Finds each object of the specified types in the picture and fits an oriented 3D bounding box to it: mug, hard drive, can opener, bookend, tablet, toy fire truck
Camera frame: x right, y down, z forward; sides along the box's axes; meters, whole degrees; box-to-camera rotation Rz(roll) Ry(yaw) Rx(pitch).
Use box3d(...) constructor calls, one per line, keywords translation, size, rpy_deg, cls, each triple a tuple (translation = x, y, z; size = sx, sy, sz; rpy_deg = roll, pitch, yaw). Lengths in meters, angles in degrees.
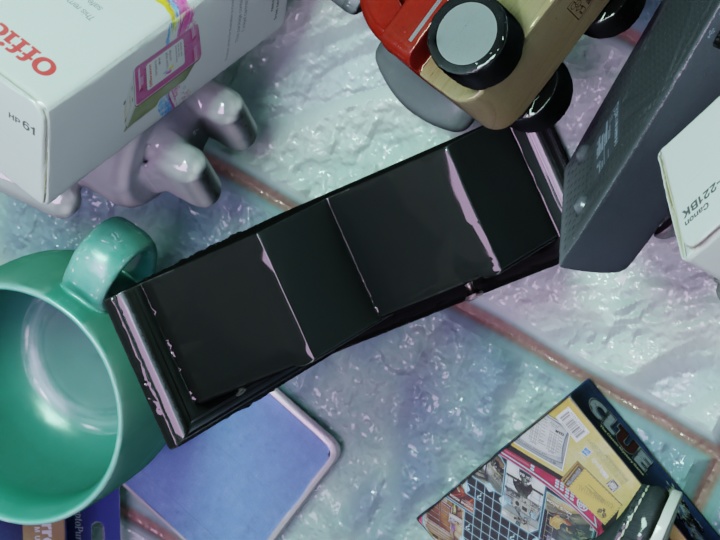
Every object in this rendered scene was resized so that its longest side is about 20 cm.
box3d(translation=(-0.170, 0.059, 1.672), size=(0.185, 0.114, 0.152), rpy_deg=(-22, 95, 28), cls="mug")
box3d(translation=(0.167, -0.100, 1.466), size=(0.042, 0.135, 0.200), rpy_deg=(26, 116, -8), cls="hard drive")
box3d(translation=(-0.009, -0.154, 1.576), size=(0.200, 0.053, 0.067), rpy_deg=(38, 118, 12), cls="can opener")
box3d(translation=(0.000, 0.000, 1.536), size=(0.200, 0.199, 0.092), rpy_deg=(-23, 93, 29), cls="bookend")
box3d(translation=(-0.116, 0.088, 1.728), size=(0.200, 0.014, 0.130), rpy_deg=(41, 119, 8), cls="tablet")
box3d(translation=(0.051, -0.200, 1.488), size=(0.200, 0.129, 0.176), rpy_deg=(39, 94, 31), cls="toy fire truck")

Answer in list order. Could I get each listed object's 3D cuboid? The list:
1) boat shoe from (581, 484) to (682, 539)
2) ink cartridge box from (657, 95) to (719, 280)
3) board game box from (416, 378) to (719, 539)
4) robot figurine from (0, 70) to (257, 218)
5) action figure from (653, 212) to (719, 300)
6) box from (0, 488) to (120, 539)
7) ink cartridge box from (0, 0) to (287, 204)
box3d(translation=(0.116, 0.192, 1.571), size=(0.060, 0.076, 0.200), rpy_deg=(31, 117, 7), cls="boat shoe")
box3d(translation=(0.271, -0.036, 1.398), size=(0.200, 0.084, 0.144), rpy_deg=(27, 125, -31), cls="ink cartridge box")
box3d(translation=(0.145, 0.181, 1.617), size=(0.135, 0.035, 0.200), rpy_deg=(-41, 86, 30), cls="board game box")
box3d(translation=(-0.159, -0.112, 1.628), size=(0.200, 0.113, 0.170), rpy_deg=(30, 77, 15), cls="robot figurine")
box3d(translation=(0.229, 0.042, 1.502), size=(0.055, 0.118, 0.200), rpy_deg=(-38, 99, 6), cls="action figure")
box3d(translation=(-0.250, 0.183, 1.747), size=(0.200, 0.032, 0.121), rpy_deg=(-1, 108, -5), cls="box")
box3d(translation=(-0.156, -0.150, 1.531), size=(0.144, 0.200, 0.085), rpy_deg=(37, 145, 20), cls="ink cartridge box")
